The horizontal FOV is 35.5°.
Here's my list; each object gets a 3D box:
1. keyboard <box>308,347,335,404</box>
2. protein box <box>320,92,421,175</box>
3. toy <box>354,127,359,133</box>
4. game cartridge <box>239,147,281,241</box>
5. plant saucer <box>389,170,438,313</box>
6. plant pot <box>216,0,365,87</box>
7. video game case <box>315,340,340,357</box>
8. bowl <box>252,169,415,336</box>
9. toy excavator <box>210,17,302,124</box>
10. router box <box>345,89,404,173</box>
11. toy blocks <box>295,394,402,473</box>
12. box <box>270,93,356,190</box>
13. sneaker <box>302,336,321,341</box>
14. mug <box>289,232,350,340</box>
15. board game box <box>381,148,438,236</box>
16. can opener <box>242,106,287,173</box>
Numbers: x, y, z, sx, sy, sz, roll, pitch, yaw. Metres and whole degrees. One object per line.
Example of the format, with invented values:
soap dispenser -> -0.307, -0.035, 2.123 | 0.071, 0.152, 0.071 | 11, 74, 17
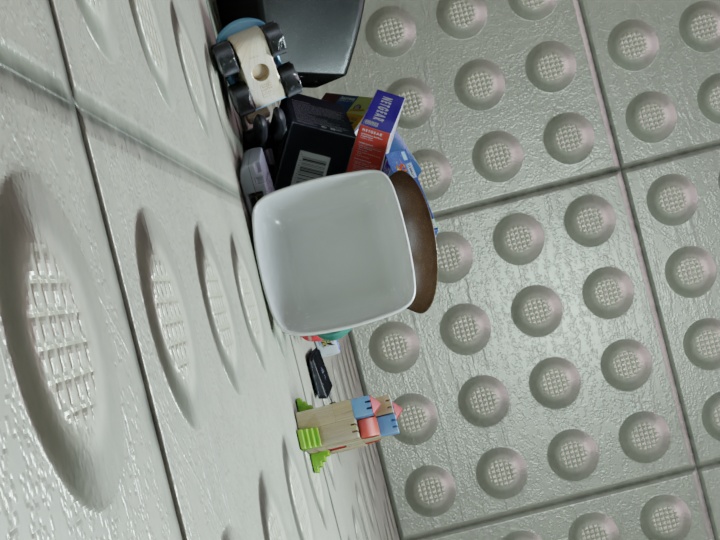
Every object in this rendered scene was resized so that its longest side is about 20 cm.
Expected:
keyboard -> -0.065, 0.200, 1.937 | 0.200, 0.021, 0.128 | -5, 75, -88
protein box -> -0.024, -0.183, 2.068 | 0.135, 0.200, 0.199 | 14, -28, 42
toy -> -0.009, -0.152, 1.955 | 0.115, 0.047, 0.201 | -53, 140, -36
game cartridge -> -0.130, -0.068, 1.588 | 0.133, 0.041, 0.201 | -115, -170, -72
plant saucer -> 0.053, -0.037, 1.556 | 0.200, 0.036, 0.201 | 171, -90, -73
plant pot -> -0.111, -0.389, 1.787 | 0.200, 0.199, 0.178 | -179, -92, -65
video game case -> -0.088, 0.036, 2.142 | 0.181, 0.045, 0.201 | 72, 4, -58
bowl -> -0.033, -0.019, 1.486 | 0.075, 0.199, 0.201 | 53, 24, -82
toy excavator -> -0.159, -0.288, 1.656 | 0.200, 0.100, 0.195 | -127, -165, -57
router box -> 0.012, -0.165, 1.733 | 0.200, 0.049, 0.180 | -71, 178, -66
toy blocks -> -0.009, 0.210, 1.534 | 0.200, 0.136, 0.100 | 70, 6, -76
box -> -0.085, -0.182, 1.787 | 0.200, 0.107, 0.149 | -108, -147, -65
sneaker -> -0.070, 0.079, 1.819 | 0.200, 0.077, 0.085 | -100, -179, -72
mug -> -0.039, -0.010, 1.611 | 0.152, 0.114, 0.186 | -101, 177, -73
board game box -> 0.062, -0.072, 1.667 | 0.200, 0.034, 0.136 | 104, -33, -67
can opener -> -0.132, -0.201, 1.640 | 0.079, 0.063, 0.200 | 57, -14, 4
